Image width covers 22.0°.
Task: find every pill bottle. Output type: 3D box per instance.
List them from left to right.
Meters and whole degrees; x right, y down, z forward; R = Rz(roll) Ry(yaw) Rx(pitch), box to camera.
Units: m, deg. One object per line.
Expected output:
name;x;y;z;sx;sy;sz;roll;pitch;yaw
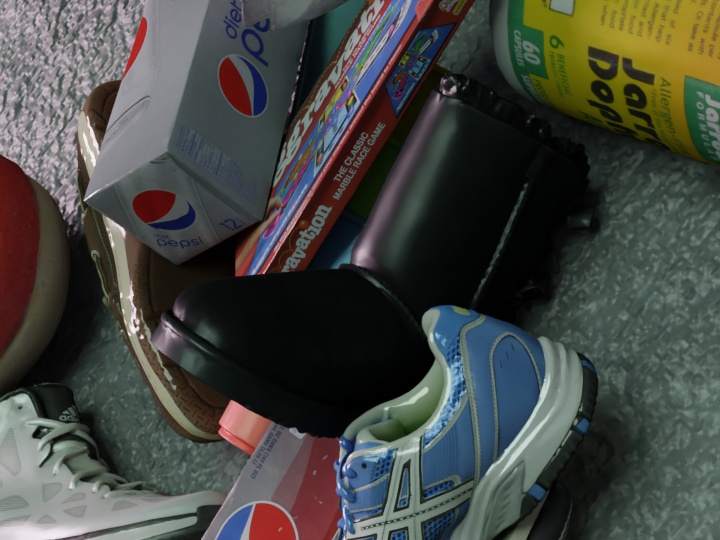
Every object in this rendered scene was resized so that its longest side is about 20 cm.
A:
pill bottle;0.161;-0.099;0.780;0.199;0.113;0.114;24;84;39

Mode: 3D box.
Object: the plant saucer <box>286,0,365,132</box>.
plant saucer;-0.008;-0.082;0.951;0.069;0.019;0.202;-1;70;35

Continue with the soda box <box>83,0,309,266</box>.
soda box;-0.075;-0.106;0.938;0.068;0.063;0.202;-25;41;40

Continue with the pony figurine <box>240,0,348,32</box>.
pony figurine;0.004;-0.226;0.912;0.200;0.192;0.168;52;142;32

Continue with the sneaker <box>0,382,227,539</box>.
sneaker;-0.142;0.104;0.923;0.199;0.075;0.117;-15;64;32

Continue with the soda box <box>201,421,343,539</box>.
soda box;-0.048;0.167;0.838;0.070;0.063;0.201;30;89;40

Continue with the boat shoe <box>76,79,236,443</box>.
boat shoe;-0.101;0.003;0.957;0.075;0.074;0.204;-53;47;50

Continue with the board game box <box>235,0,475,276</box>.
board game box;-0.004;-0.076;0.856;0.201;0.019;0.103;-57;17;24

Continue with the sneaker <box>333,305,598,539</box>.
sneaker;0.015;0.104;0.774;0.201;0.077;0.076;-57;13;5

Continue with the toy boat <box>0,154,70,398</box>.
toy boat;-0.250;0.019;0.990;0.201;0.130;0.131;-52;36;5

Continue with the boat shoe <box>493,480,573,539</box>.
boat shoe;0.051;0.181;0.780;0.201;0.062;0.073;-64;9;-16

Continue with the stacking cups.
stacking cups;0.000;0.000;0.880;0.060;0.060;0.201;30;92;39

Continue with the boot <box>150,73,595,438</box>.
boot;0.013;-0.009;0.795;0.073;0.198;0.163;34;97;36
